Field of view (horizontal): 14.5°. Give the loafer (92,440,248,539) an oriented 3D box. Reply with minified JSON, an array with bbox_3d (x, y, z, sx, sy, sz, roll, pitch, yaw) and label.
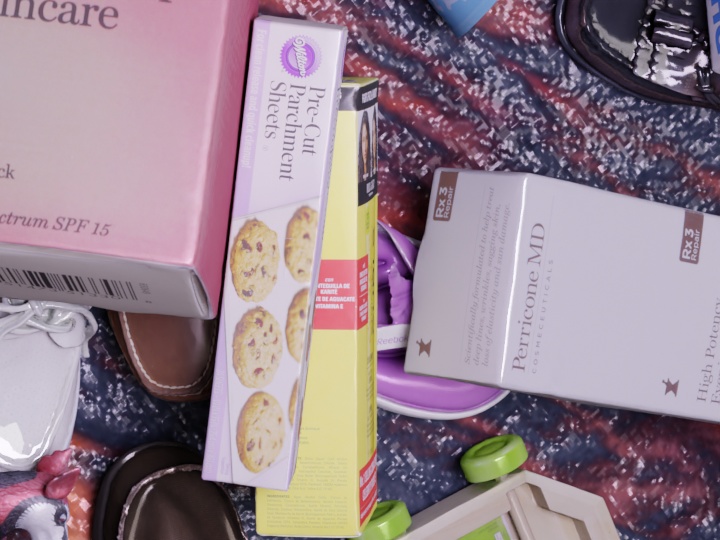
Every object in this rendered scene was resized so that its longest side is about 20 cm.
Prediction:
[{"bbox_3d":[-0.067,0.175,1.297,0.073,0.071,0.201,-16,99,-22],"label":"loafer"}]

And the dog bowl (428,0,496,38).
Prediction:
[{"bbox_3d":[0.087,-0.202,1.335,0.050,0.111,0.200,38,77,-6],"label":"dog bowl"}]

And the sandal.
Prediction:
[{"bbox_3d":[-0.004,0.007,1.329,0.202,0.050,0.083,34,79,-19],"label":"sandal"}]

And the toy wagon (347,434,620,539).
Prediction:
[{"bbox_3d":[0.043,0.179,1.364,0.199,0.040,0.156,-27,102,-20],"label":"toy wagon"}]

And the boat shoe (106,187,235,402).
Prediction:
[{"bbox_3d":[-0.092,-0.041,1.264,0.075,0.072,0.201,-7,87,11],"label":"boat shoe"}]

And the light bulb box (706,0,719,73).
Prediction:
[{"bbox_3d":[0.259,-0.209,1.330,0.124,0.200,0.199,6,71,-24],"label":"light bulb box"}]

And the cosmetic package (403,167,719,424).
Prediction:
[{"bbox_3d":[0.122,0.016,1.351,0.199,0.074,0.102,9,88,-40],"label":"cosmetic package"}]

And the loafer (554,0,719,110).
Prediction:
[{"bbox_3d":[0.194,-0.107,1.405,0.199,0.063,0.072,17,86,-23],"label":"loafer"}]

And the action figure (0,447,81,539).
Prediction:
[{"bbox_3d":[-0.206,0.138,1.231,0.200,0.134,0.149,-43,80,-12],"label":"action figure"}]

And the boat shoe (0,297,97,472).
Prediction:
[{"bbox_3d":[-0.145,0.004,1.248,0.074,0.086,0.203,4,90,-23],"label":"boat shoe"}]

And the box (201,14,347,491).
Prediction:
[{"bbox_3d":[-0.037,-0.007,1.211,0.041,0.039,0.201,8,97,2],"label":"box"}]

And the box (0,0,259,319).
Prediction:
[{"bbox_3d":[-0.112,-0.091,1.174,0.127,0.109,0.201,6,78,3],"label":"box"}]

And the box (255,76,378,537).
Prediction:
[{"bbox_3d":[-0.019,0.014,1.269,0.050,0.075,0.201,1,96,7],"label":"box"}]
